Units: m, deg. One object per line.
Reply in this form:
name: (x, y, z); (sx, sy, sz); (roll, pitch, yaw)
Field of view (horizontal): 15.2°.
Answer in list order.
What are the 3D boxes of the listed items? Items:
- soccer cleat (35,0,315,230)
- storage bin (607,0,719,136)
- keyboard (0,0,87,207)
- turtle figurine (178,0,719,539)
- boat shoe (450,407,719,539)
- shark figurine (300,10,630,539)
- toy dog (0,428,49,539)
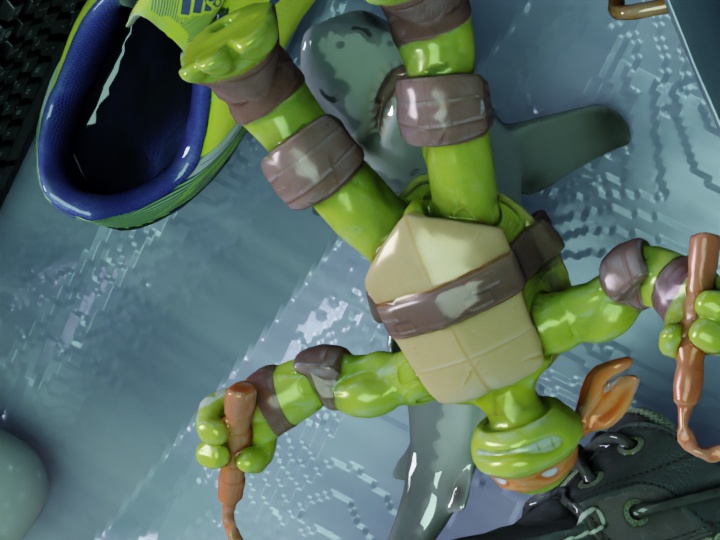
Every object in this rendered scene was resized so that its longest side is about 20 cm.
soccer cleat: (-0.036, -0.098, 0.786); (0.064, 0.084, 0.201); (30, 109, 5)
storage bin: (0.130, -0.119, 0.712); (0.145, 0.134, 0.201); (-21, 97, 18)
keyboard: (-0.112, -0.066, 0.778); (0.021, 0.127, 0.201); (39, 121, 19)
turtle figurine: (0.031, -0.005, 0.705); (0.199, 0.064, 0.162); (-17, 107, 27)
boat shoe: (0.084, 0.073, 0.784); (0.199, 0.072, 0.067); (-5, 84, -17)
shark figurine: (0.008, 0.014, 0.815); (0.089, 0.128, 0.216); (24, 119, 39)
toy dog: (-0.211, 0.061, 0.860); (0.199, 0.132, 0.097); (23, 86, 17)
